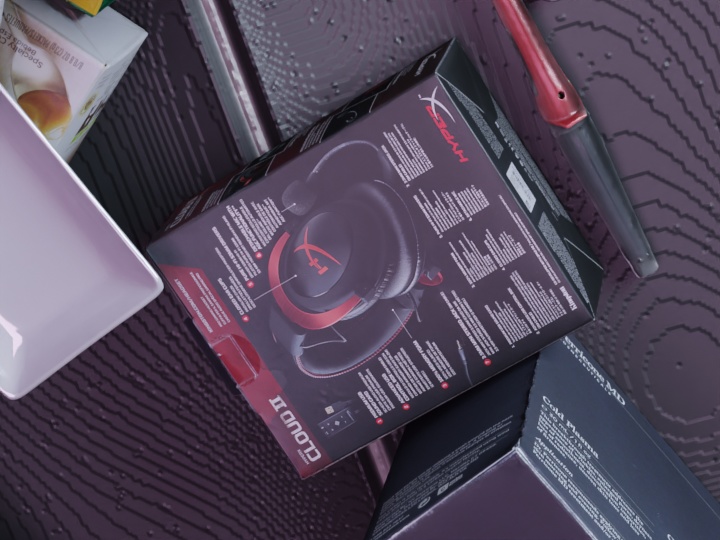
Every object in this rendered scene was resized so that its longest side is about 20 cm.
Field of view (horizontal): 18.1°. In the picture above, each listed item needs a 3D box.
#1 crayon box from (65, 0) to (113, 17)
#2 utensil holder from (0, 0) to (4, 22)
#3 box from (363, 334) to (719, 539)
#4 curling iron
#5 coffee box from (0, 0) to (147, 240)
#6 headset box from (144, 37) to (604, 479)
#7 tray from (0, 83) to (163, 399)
[{"bbox_3d":[-0.129,-0.239,1.092,0.119,0.058,0.200,31,112,-1],"label":"crayon box"},{"bbox_3d":[-0.284,-0.139,1.006,0.199,0.170,0.171,14,113,27],"label":"utensil holder"},{"bbox_3d":[0.111,0.151,1.123,0.104,0.182,0.200,-38,99,21],"label":"box"},{"bbox_3d":[0.108,-0.085,1.121,0.049,0.026,0.200,-16,106,19],"label":"curling iron"},{"bbox_3d":[-0.213,-0.064,1.159,0.114,0.080,0.200,33,112,-2],"label":"coffee box"},{"bbox_3d":[0.000,0.000,1.145,0.200,0.075,0.149,-31,101,19],"label":"headset box"},{"bbox_3d":[-0.194,-0.042,1.108,0.107,0.022,0.200,-35,100,20],"label":"tray"}]
